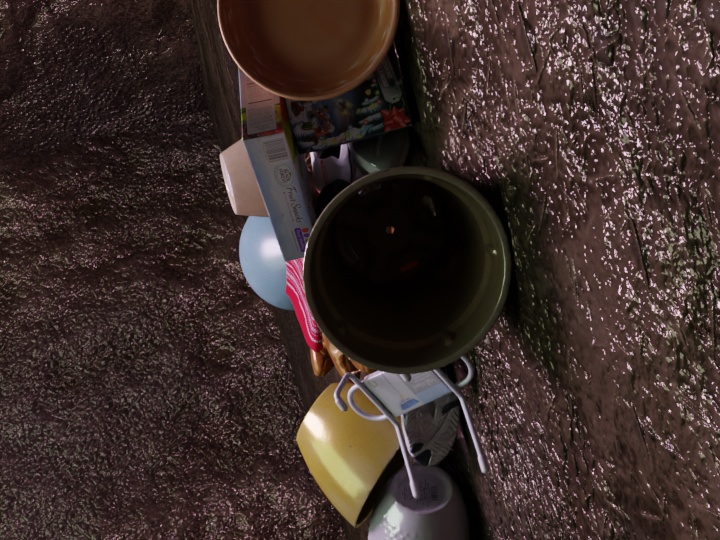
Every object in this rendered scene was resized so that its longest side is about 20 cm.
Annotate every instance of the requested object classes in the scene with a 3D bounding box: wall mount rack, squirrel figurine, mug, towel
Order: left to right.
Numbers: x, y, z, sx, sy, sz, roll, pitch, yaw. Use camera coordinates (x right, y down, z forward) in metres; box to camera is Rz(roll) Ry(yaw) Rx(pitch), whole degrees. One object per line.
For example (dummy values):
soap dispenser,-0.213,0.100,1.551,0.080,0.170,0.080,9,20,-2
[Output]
towel,-0.084,0.002,1.311,0.201,0.022,0.145,89,161,-44
squirrel figurine,-0.010,0.065,1.360,0.187,0.140,0.203,-170,72,-86
wall mount rack,0.067,0.179,1.128,0.199,0.075,0.174,-30,108,39
mug,0.088,0.348,1.324,0.201,0.146,0.177,-71,-15,-51

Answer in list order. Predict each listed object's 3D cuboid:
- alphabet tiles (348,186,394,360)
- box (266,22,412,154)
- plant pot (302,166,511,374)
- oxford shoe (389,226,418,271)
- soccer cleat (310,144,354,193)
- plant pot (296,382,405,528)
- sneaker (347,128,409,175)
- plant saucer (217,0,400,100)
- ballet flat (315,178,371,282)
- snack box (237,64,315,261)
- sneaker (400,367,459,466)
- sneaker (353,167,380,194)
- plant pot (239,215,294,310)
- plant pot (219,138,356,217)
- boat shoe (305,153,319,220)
alphabet tiles,0.000,0.000,1.154,0.167,0.006,0.202,131,141,-53
box,-0.029,-0.245,1.050,0.040,0.135,0.202,-70,-34,-82
plant pot,0.040,-0.022,0.956,0.184,0.198,0.203,-102,0,-74
oxford shoe,0.054,0.021,1.145,0.073,0.070,0.202,-136,50,-70
soccer cleat,-0.036,-0.187,1.250,0.086,0.068,0.202,73,-163,-50
plant pot,-0.008,0.243,1.333,0.141,0.201,0.201,32,155,13
sneaker,0.024,-0.146,1.138,0.201,0.070,0.081,-112,4,-65
plant saucer,-0.055,-0.286,1.006,0.037,0.198,0.202,-64,-39,-80
ballet flat,-0.019,-0.034,1.122,0.201,0.066,0.057,-97,30,-48
snack box,-0.096,-0.131,1.108,0.201,0.052,0.143,76,-176,-47
sneaker,0.072,0.151,1.245,0.130,0.079,0.201,-154,50,-77
sneaker,0.029,-0.061,1.241,0.073,0.084,0.203,54,-142,-75
plant pot,-0.089,-0.036,1.503,0.135,0.198,0.202,172,82,-75
plant pot,-0.105,-0.156,1.399,0.187,0.198,0.189,165,90,-79
boat shoe,-0.092,-0.161,1.279,0.072,0.071,0.202,-51,-56,-72
